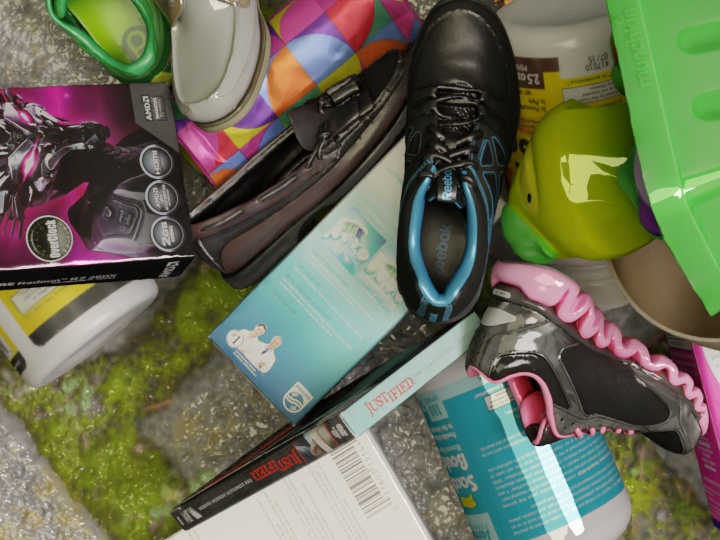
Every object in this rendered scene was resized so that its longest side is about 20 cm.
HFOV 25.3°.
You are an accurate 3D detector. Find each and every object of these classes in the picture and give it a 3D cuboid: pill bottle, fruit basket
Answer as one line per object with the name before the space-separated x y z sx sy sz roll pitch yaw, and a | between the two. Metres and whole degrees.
pill bottle | 0.148 -0.079 1.067 0.108 0.110 0.202 -10 114 2
pill bottle | -0.241 -0.031 1.107 0.114 0.114 0.201 -37 89 1
fruit basket | 0.156 -0.077 0.909 0.213 0.156 0.218 -13 58 21
pill bottle | 0.116 0.132 1.097 0.110 0.111 0.202 -23 88 2

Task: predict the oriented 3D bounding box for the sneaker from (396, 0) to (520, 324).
sneaker | 0.061 -0.068 0.970 0.072 0.082 0.203 3 89 2

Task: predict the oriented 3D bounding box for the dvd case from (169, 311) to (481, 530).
dvd case | -0.022 0.099 1.036 0.199 0.146 0.022 -36 88 45

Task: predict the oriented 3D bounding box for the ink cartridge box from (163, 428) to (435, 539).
ink cartridge box | -0.024 0.233 1.134 0.175 0.045 0.202 -30 88 1

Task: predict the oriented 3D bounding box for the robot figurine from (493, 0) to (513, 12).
robot figurine | 0.119 -0.227 1.125 0.143 0.058 0.203 -9 89 2

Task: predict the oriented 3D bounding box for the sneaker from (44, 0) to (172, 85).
sneaker | -0.196 -0.211 1.121 0.074 0.084 0.200 -42 88 2

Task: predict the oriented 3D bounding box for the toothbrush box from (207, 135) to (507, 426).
toothbrush box | 0.000 0.000 1.084 0.085 0.146 0.200 44 90 1

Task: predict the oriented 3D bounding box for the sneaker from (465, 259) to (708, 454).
sneaker | 0.141 0.077 1.027 0.199 0.079 0.096 36 74 -27

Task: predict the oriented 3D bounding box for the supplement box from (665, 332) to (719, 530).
supplement box | 0.274 0.074 1.096 0.100 0.103 0.203 -14 90 0

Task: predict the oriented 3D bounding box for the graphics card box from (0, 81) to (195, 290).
graphics card box | -0.213 -0.053 1.034 0.197 0.051 0.127 -4 74 -24

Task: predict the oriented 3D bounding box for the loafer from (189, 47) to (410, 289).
loafer | -0.039 -0.075 1.071 0.063 0.072 0.200 38 102 -25

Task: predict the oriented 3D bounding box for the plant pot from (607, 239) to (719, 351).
plant pot | 0.266 -0.032 0.970 0.134 0.200 0.202 26 91 -40

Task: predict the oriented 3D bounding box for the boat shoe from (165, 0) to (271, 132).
boat shoe | -0.104 -0.188 1.082 0.074 0.068 0.202 -15 55 22

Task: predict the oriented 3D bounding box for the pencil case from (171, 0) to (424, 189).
pencil case | -0.046 -0.141 1.119 0.199 0.088 0.089 -37 89 1
